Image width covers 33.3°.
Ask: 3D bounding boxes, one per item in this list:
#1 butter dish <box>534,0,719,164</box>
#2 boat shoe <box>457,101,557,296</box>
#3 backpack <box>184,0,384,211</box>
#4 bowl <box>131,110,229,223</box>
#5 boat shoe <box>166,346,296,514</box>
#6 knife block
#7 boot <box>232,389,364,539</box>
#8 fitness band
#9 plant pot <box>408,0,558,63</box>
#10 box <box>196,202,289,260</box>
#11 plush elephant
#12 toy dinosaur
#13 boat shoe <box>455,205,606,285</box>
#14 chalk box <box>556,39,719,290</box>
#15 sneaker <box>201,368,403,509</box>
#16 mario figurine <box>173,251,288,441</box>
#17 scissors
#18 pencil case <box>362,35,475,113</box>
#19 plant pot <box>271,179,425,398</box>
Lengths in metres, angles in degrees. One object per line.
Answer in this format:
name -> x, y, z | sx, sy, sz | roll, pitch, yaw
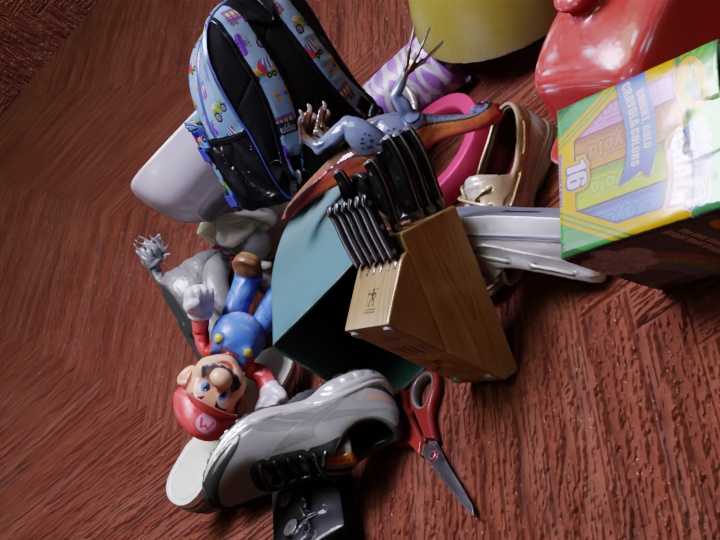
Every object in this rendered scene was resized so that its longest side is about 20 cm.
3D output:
butter dish -> 0.226, -0.204, 1.041 | 0.199, 0.147, 0.202 | 8, 67, 61
boat shoe -> 0.126, -0.070, 1.142 | 0.073, 0.069, 0.202 | -15, 48, 51
backpack -> -0.099, -0.185, 1.247 | 0.134, 0.201, 0.183 | -12, 25, 49
bowl -> -0.165, -0.132, 1.406 | 0.200, 0.075, 0.200 | -47, -5, -3
boat shoe -> -0.129, 0.173, 1.294 | 0.072, 0.062, 0.201 | 26, 76, 40
knife block -> 0.059, -0.015, 1.030 | 0.064, 0.199, 0.178 | -11, 59, 53
boot -> -0.074, 0.233, 1.158 | 0.165, 0.065, 0.201 | -47, 33, 20
fitness band -> 0.066, -0.104, 1.318 | 0.200, 0.037, 0.144 | -45, 32, 23
plant pot -> 0.127, -0.341, 1.282 | 0.198, 0.143, 0.201 | -17, 40, 15
box -> -0.108, -0.078, 1.505 | 0.199, 0.095, 0.078 | -20, 42, 47
plush elephant -> -0.152, 0.011, 1.426 | 0.154, 0.201, 0.165 | -34, -3, -18
toy dinosaur -> 0.039, -0.124, 1.146 | 0.105, 0.179, 0.203 | 9, -87, -74
boat shoe -> 0.123, -0.020, 1.048 | 0.198, 0.073, 0.066 | 5, 104, 42
chalk box -> 0.252, -0.076, 0.857 | 0.199, 0.123, 0.126 | -20, 62, 48
sneaker -> -0.052, 0.161, 1.090 | 0.198, 0.074, 0.080 | -27, 40, -8
mario figurine -> -0.126, 0.080, 1.243 | 0.122, 0.106, 0.202 | 9, 64, 30
scissors -> 0.059, 0.163, 1.065 | 0.073, 0.014, 0.201 | -43, 31, 20
pencil case -> 0.037, -0.189, 1.407 | 0.200, 0.084, 0.085 | -41, -4, 23
plant pot -> 0.000, 0.000, 1.187 | 0.141, 0.141, 0.201 | -44, 31, 20
